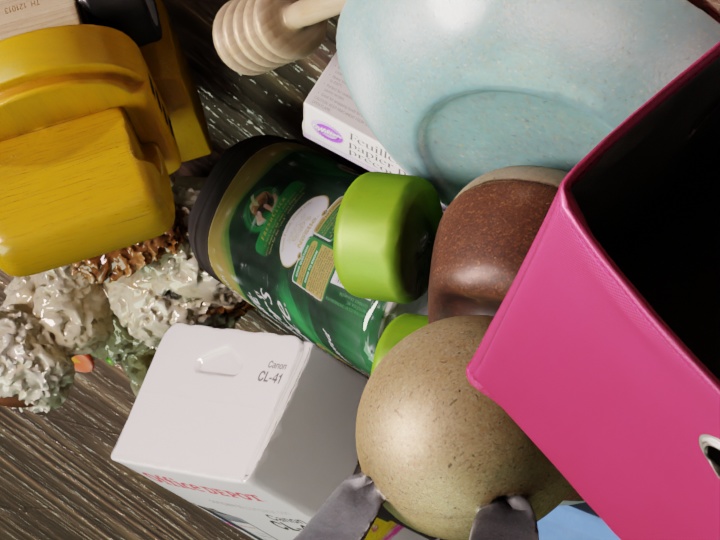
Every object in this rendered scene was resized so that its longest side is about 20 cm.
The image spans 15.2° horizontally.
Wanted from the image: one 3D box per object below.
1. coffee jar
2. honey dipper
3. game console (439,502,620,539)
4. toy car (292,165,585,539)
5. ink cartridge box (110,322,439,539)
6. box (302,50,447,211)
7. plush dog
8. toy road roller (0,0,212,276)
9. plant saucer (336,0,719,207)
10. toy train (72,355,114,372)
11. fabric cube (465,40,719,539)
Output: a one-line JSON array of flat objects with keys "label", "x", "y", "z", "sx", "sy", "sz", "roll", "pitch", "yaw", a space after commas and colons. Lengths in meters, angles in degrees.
[{"label": "coffee jar", "x": 0.000, "y": 0.000, "z": 1.305, "sx": 0.104, "sy": 0.085, "sz": 0.200, "roll": 30, "pitch": 180, "yaw": -34}, {"label": "honey dipper", "x": -0.002, "y": -0.119, "z": 1.163, "sx": 0.038, "sy": 0.038, "sz": 0.200, "roll": 39, "pitch": 156, "yaw": -21}, {"label": "game console", "x": 0.122, "y": 0.158, "z": 1.233, "sx": 0.200, "sy": 0.031, "sz": 0.177, "roll": 21, "pitch": 135, "yaw": 30}, {"label": "toy car", "x": 0.052, "y": 0.071, "z": 1.083, "sx": 0.164, "sy": 0.200, "sz": 0.158, "roll": 7, "pitch": 134, "yaw": 25}, {"label": "ink cartridge box", "x": -0.009, "y": 0.112, "z": 1.432, "sx": 0.200, "sy": 0.086, "sz": 0.148, "roll": 31, "pitch": 164, "yaw": -31}, {"label": "box", "x": 0.068, "y": -0.039, "z": 1.239, "sx": 0.200, "sy": 0.041, "sz": 0.039, "roll": 28, "pitch": 161, "yaw": 9}, {"label": "plush dog", "x": -0.108, "y": -0.002, "z": 1.504, "sx": 0.200, "sy": 0.161, "sz": 0.172, "roll": 11, "pitch": 161, "yaw": -38}, {"label": "toy road roller", "x": -0.140, "y": -0.057, "z": 1.292, "sx": 0.123, "sy": 0.146, "sz": 0.200, "roll": -16, "pitch": 156, "yaw": 2}, {"label": "plant saucer", "x": 0.079, "y": -0.055, "z": 1.116, "sx": 0.201, "sy": 0.039, "sz": 0.201, "roll": 16, "pitch": 150, "yaw": 9}, {"label": "toy train", "x": -0.158, "y": 0.033, "z": 1.708, "sx": 0.150, "sy": 0.056, "sz": 0.200, "roll": 34, "pitch": 163, "yaw": 21}, {"label": "fabric cube", "x": 0.178, "y": 0.018, "z": 0.903, "sx": 0.196, "sy": 0.200, "sz": 0.199, "roll": 48, "pitch": 163, "yaw": 9}]
